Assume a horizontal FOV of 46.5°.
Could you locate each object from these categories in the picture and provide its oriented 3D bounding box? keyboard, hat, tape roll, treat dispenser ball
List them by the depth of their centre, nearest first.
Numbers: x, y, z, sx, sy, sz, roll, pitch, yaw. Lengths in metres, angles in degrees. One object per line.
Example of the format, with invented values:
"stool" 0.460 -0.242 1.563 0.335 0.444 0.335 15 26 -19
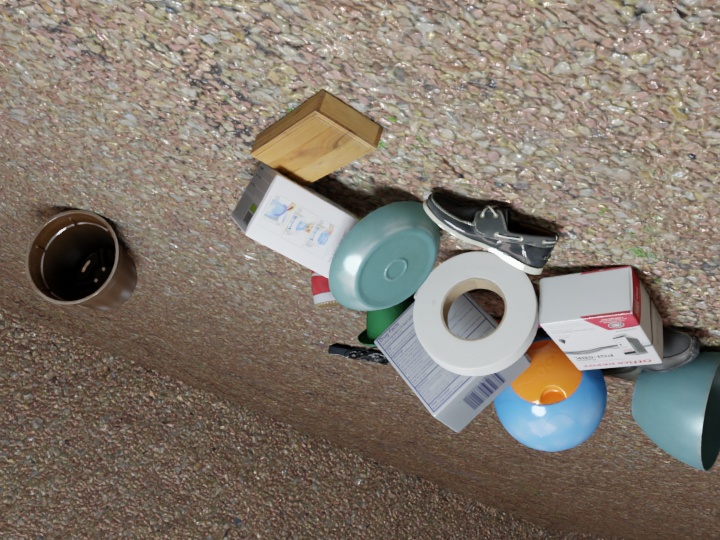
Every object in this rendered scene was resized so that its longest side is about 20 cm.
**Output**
"tape roll" 0.181 0.067 1.327 0.201 0.204 0.037 8 158 25
"treat dispenser ball" 0.337 0.220 1.499 0.199 0.202 0.201 16 160 6
"hat" 0.050 0.038 1.616 0.199 0.178 0.165 -20 -167 -31
"keyboard" 0.039 0.156 1.638 0.198 0.040 0.104 8 -174 7

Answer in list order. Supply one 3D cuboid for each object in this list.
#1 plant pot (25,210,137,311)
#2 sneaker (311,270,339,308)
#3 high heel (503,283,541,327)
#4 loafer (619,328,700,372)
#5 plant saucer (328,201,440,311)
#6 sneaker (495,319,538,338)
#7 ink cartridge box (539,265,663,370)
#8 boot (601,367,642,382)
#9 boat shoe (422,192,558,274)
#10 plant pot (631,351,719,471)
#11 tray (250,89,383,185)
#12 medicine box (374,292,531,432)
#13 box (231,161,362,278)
"plant pot" -0.589 -0.003 1.822 0.199 0.202 0.198 15 166 8
"sneaker" 0.000 0.000 1.522 0.198 0.114 0.071 -6 169 -29
"high heel" 0.318 0.098 1.441 0.199 0.097 0.067 29 156 -28
"loafer" 0.478 0.128 1.428 0.072 0.073 0.199 34 153 -27
"plant saucer" 0.046 -0.010 1.270 0.036 0.200 0.200 49 -177 40
"sneaker" 0.295 0.138 1.602 0.198 0.074 0.087 7 133 2
"ink cartridge box" 0.385 0.082 1.331 0.146 0.084 0.200 -10 148 30
"boot" 0.479 0.188 1.591 0.130 0.068 0.199 24 161 -33
"boat shoe" 0.186 -0.068 1.200 0.199 0.072 0.068 26 123 -1
"plant pot" 0.550 0.230 1.451 0.134 0.201 0.200 9 159 36
"tray" -0.065 -0.175 1.150 0.098 0.037 0.199 28 157 -25
"medicine box" 0.157 0.138 1.447 0.200 0.182 0.103 49 -175 40
"box" -0.081 -0.068 1.287 0.199 0.102 0.112 28 -174 -25
